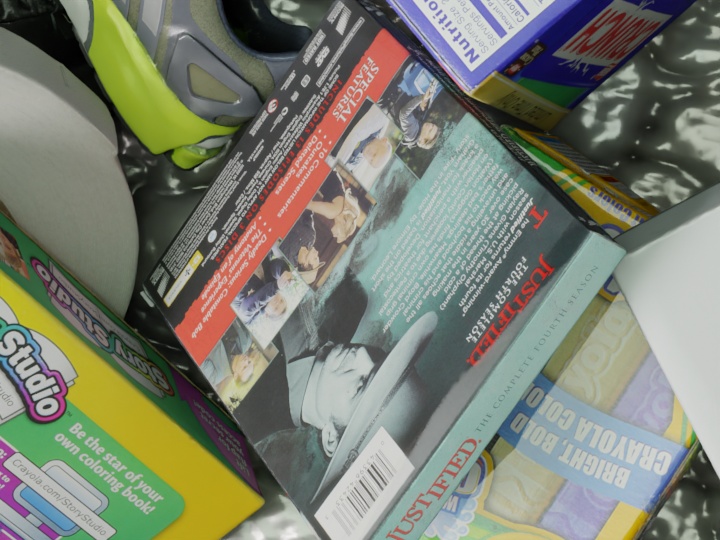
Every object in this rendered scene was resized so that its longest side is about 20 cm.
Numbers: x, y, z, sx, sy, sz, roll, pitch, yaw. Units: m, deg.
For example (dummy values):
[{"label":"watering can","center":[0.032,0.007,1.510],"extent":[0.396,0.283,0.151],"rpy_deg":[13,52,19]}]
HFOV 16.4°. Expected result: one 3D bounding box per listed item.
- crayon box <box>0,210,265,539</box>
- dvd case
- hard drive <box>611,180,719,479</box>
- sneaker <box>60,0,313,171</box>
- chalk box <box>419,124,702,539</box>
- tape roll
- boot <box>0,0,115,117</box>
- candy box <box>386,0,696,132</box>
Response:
[{"label":"crayon box","center":[-0.166,0.072,0.970],"extent":[0.172,0.058,0.200],"rpy_deg":[-39,125,9]},{"label":"dvd case","center":[0.000,0.000,0.895],"extent":[0.146,0.022,0.200],"rpy_deg":[-55,36,11]},{"label":"hard drive","center":[0.185,0.048,0.861],"extent":[0.132,0.026,0.200],"rpy_deg":[-28,106,4]},{"label":"sneaker","center":[-0.088,-0.139,0.971],"extent":[0.081,0.074,0.200],"rpy_deg":[-26,111,27]},{"label":"chalk box","center":[0.058,0.062,0.945],"extent":[0.124,0.124,0.200],"rpy_deg":[34,97,9]},{"label":"tape roll","center":[-0.185,-0.008,0.968],"extent":[0.202,0.037,0.203],"rpy_deg":[-9,127,-12]},{"label":"boot","center":[-0.213,-0.094,1.018],"extent":[0.211,0.079,0.158],"rpy_deg":[-26,92,2]},{"label":"candy box","center":[0.106,-0.145,0.906],"extent":[0.200,0.169,0.077],"rpy_deg":[-40,81,10]}]
